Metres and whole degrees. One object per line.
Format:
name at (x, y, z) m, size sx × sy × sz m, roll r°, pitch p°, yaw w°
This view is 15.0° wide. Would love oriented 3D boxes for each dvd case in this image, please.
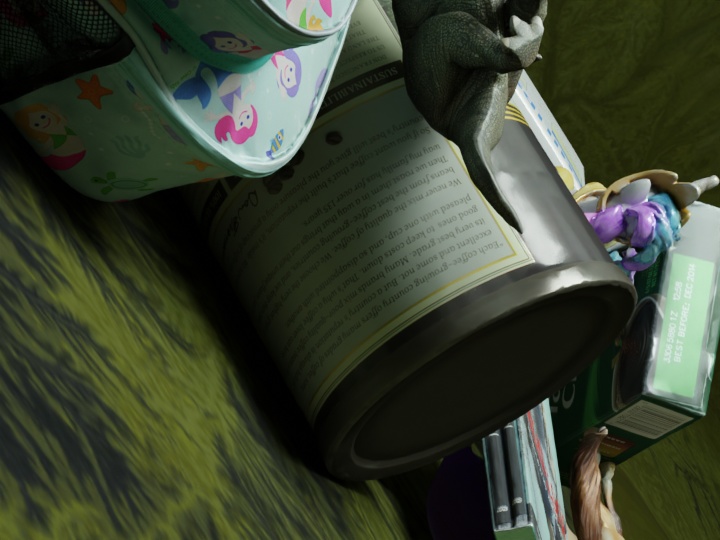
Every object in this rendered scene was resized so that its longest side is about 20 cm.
dvd case at (0.076, 0.088, 1.276) m, size 0.200 × 0.022 × 0.146 m, roll -93°, pitch 168°, yaw -45°

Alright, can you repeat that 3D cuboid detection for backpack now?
backpack at (-0.077, -0.129, 0.982) m, size 0.200 × 0.150 × 0.178 m, roll 59°, pitch 36°, yaw -38°

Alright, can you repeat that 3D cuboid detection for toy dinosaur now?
toy dinosaur at (0.041, -0.102, 1.060) m, size 0.200 × 0.077 × 0.102 m, roll 67°, pitch -26°, yaw 16°

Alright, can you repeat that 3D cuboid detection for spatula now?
spatula at (0.054, 0.080, 1.315) m, size 0.057 × 0.021 × 0.200 m, roll 55°, pitch 19°, yaw -23°

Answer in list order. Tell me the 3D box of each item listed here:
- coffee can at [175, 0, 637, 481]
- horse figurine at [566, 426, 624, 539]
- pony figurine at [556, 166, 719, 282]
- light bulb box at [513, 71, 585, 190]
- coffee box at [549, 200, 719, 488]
coffee can at (0.004, -0.034, 1.145) m, size 0.200 × 0.146 × 0.146 m, roll 60°, pitch 8°, yaw 19°
horse figurine at (0.133, 0.157, 1.500) m, size 0.200 × 0.050 × 0.133 m, roll 60°, pitch 19°, yaw -62°
pony figurine at (0.078, -0.018, 1.482) m, size 0.200 × 0.192 × 0.167 m, roll 173°, pitch -99°, yaw -74°
light bulb box at (0.044, -0.103, 1.742) m, size 0.199 × 0.125 × 0.200 m, roll 57°, pitch 9°, yaw -5°
coffee box at (0.151, 0.046, 1.565) m, size 0.044 × 0.123 × 0.200 m, roll 17°, pitch -19°, yaw -12°
